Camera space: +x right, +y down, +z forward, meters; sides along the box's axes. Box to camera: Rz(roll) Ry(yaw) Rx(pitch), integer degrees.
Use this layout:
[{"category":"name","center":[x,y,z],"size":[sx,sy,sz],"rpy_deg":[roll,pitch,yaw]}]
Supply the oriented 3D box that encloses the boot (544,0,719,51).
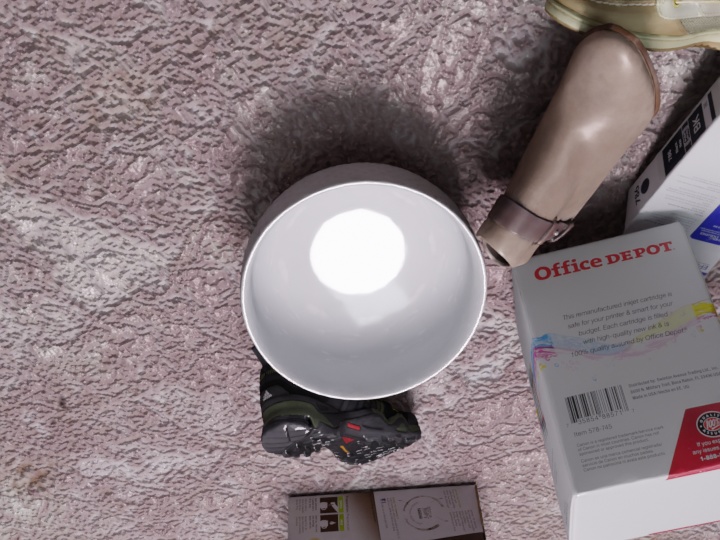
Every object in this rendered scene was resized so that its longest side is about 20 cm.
[{"category":"boot","center":[0.229,-0.230,0.656],"size":[0.196,0.073,0.157],"rpy_deg":[0,126,-10]}]

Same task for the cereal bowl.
[{"category":"cereal bowl","center":[0.000,0.000,0.790],"size":[0.196,0.084,0.203],"rpy_deg":[-3,122,-5]}]

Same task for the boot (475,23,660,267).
[{"category":"boot","center":[0.139,-0.073,0.697],"size":[0.147,0.070,0.200],"rpy_deg":[-50,162,-4]}]

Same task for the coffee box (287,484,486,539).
[{"category":"coffee box","center":[0.027,0.294,1.002],"size":[0.196,0.080,0.116],"rpy_deg":[-4,126,-1]}]

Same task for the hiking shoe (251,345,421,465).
[{"category":"hiking shoe","center":[-0.015,0.113,0.874],"size":[0.075,0.102,0.199],"rpy_deg":[-27,153,29]}]

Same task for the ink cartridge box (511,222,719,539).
[{"category":"ink cartridge box","center":[0.212,0.093,0.783],"size":[0.142,0.203,0.145],"rpy_deg":[-12,149,5]}]

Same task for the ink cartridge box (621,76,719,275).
[{"category":"ink cartridge box","center":[0.282,-0.075,0.766],"size":[0.098,0.040,0.201],"rpy_deg":[13,142,-12]}]
